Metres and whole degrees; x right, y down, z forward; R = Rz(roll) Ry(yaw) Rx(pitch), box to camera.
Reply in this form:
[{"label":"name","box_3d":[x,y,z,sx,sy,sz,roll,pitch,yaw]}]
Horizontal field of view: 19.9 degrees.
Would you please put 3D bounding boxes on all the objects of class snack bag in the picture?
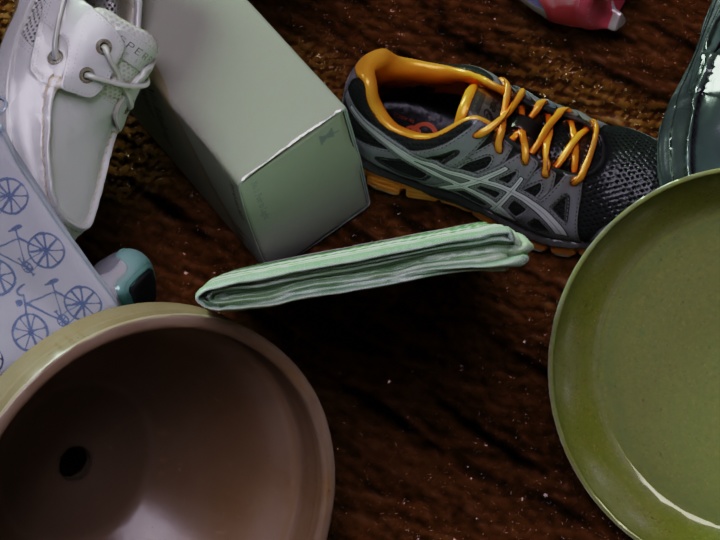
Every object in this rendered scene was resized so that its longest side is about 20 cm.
[{"label":"snack bag","box_3d":[-0.236,-0.025,0.972,0.188,0.021,0.200,-28,98,22]}]

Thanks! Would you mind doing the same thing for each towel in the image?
[{"label":"towel","box_3d":[0.000,0.000,1.001,0.152,0.200,0.023,-10,92,-1]}]

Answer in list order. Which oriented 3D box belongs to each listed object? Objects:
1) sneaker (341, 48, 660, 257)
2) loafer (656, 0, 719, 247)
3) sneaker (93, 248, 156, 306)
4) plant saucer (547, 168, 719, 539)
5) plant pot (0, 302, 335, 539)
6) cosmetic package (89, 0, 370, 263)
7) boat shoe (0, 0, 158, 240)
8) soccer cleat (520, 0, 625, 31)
[{"label":"sneaker","box_3d":[0.079,-0.066,1.089,0.200,0.077,0.078,12,61,11]},{"label":"loafer","box_3d":[0.201,-0.096,1.069,0.068,0.070,0.201,23,51,-4]},{"label":"sneaker","box_3d":[-0.205,0.051,1.058,0.140,0.078,0.200,25,67,18]},{"label":"plant saucer","box_3d":[0.191,0.049,0.992,0.200,0.031,0.200,1,93,20]},{"label":"plant pot","box_3d":[-0.119,0.106,0.976,0.201,0.201,0.093,-44,34,-16]},{"label":"cosmetic package","box_3d":[-0.086,-0.106,1.116,0.073,0.104,0.200,-35,62,-11]},{"label":"boat shoe","box_3d":[-0.137,-0.110,1.035,0.069,0.071,0.200,-6,72,23]},{"label":"soccer cleat","box_3d":[0.156,-0.223,1.175,0.076,0.067,0.200,25,70,24]}]
